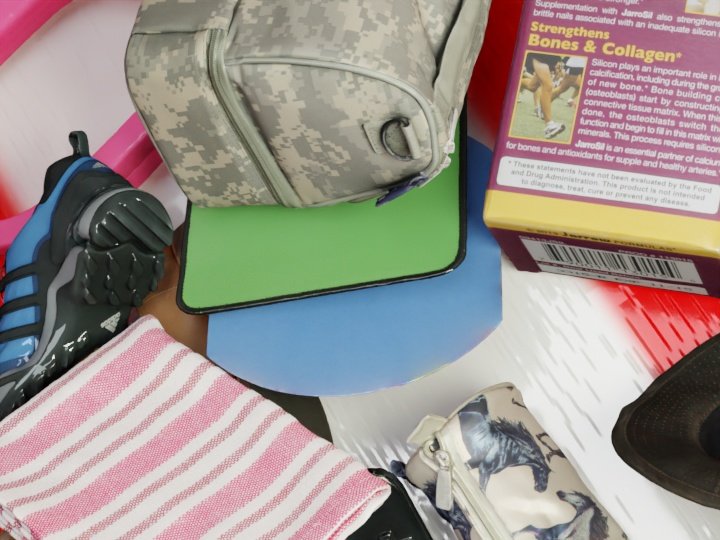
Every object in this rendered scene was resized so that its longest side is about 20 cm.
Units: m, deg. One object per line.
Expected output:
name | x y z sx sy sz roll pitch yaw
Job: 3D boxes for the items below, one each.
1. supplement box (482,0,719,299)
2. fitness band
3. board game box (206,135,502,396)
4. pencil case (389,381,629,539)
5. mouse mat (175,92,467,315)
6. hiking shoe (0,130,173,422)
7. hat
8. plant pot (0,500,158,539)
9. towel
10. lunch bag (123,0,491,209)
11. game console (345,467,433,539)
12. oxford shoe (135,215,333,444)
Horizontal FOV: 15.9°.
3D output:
supplement box | 0.152 -0.097 1.369 0.131 0.103 0.200 9 77 18
fitness band | -0.180 -0.095 1.488 0.200 0.037 0.144 -43 65 8
board game box | 0.000 0.000 1.402 0.158 0.039 0.200 -5 49 7
pencil case | 0.099 0.154 1.318 0.200 0.089 0.078 55 126 21
mouse mat | -0.019 -0.060 1.416 0.161 0.008 0.200 -9 48 13
hiking shoe | -0.169 0.029 1.433 0.087 0.074 0.200 45 113 45
hat | 0.231 0.098 1.296 0.200 0.201 0.081 -12 116 6
plant pot | -0.131 0.196 1.308 0.200 0.027 0.200 -7 65 16
towel | -0.101 0.105 1.311 0.146 0.030 0.200 -37 50 -26
lunch bag | -0.013 -0.132 1.375 0.167 0.139 0.200 -3 47 27
game console | -0.034 0.228 1.315 0.200 0.116 0.176 -25 108 7
oxford shoe | -0.070 0.069 1.410 0.071 0.071 0.200 -37 59 19
